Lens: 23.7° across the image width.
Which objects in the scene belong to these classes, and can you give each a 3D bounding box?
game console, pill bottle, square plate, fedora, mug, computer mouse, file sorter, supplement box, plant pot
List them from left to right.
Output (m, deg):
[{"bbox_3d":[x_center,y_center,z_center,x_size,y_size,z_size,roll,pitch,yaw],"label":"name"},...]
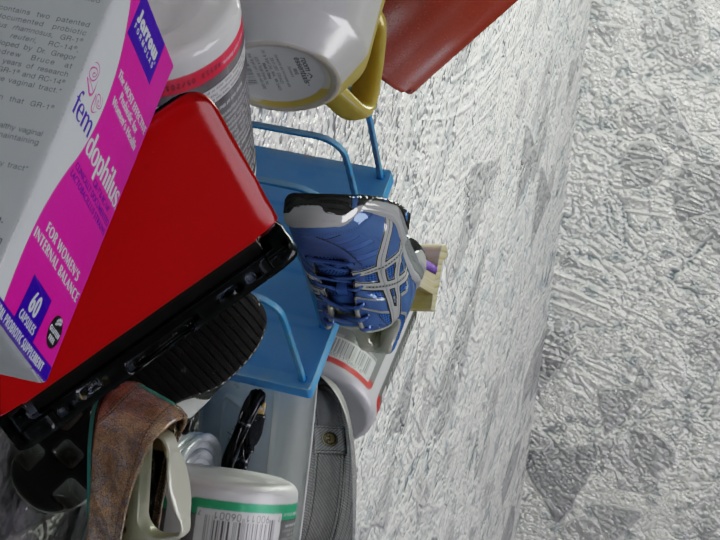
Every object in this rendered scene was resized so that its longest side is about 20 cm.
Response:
[{"bbox_3d":[-0.183,-0.060,0.874,0.101,0.103,0.201,73,31,-63],"label":"supplement box"},{"bbox_3d":[-0.151,0.001,1.012,0.200,0.119,0.172,-35,-174,-9],"label":"game console"},{"bbox_3d":[-0.122,-0.090,1.070,0.201,0.110,0.111,88,21,-47],"label":"pill bottle"},{"bbox_3d":[-0.109,0.236,1.155,0.113,0.112,0.201,15,84,-76],"label":"pill bottle"},{"bbox_3d":[-0.090,0.178,1.276,0.059,0.034,0.201,-51,157,-60],"label":"computer mouse"},{"bbox_3d":[-0.090,0.131,1.359,0.200,0.028,0.199,25,-68,62],"label":"square plate"},{"bbox_3d":[-0.078,-0.034,1.255,0.123,0.138,0.201,75,31,-56],"label":"file sorter"},{"bbox_3d":[-0.075,0.178,1.460,0.177,0.090,0.201,142,-49,-57],"label":"fedora"},{"bbox_3d":[-0.031,-0.186,1.144,0.149,0.186,0.154,-31,-135,50],"label":"mug"},{"bbox_3d":[-0.011,0.056,1.650,0.114,0.113,0.200,88,20,-47],"label":"pill bottle"},{"bbox_3d":[0.053,-0.262,1.380,0.195,0.201,0.201,-45,172,12],"label":"plant pot"}]

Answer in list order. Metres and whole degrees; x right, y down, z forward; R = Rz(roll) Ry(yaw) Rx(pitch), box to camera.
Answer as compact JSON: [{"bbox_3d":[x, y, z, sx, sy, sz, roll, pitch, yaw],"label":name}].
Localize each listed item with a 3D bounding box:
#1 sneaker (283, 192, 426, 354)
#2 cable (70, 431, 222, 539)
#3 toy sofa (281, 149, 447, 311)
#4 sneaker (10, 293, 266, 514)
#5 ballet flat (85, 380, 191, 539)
[{"bbox_3d":[0.000,0.000,1.171,0.200,0.075,0.077,43,54,-63],"label":"sneaker"},{"bbox_3d":[-0.161,0.215,1.286,0.201,0.069,0.200,88,19,-46],"label":"cable"},{"bbox_3d":[-0.006,-0.035,1.509,0.200,0.082,0.098,29,66,-54],"label":"toy sofa"},{"bbox_3d":[-0.147,0.085,1.140,0.200,0.074,0.089,-40,171,-12],"label":"sneaker"},{"bbox_3d":[-0.139,0.170,1.058,0.068,0.067,0.201,-29,128,-67],"label":"ballet flat"}]
